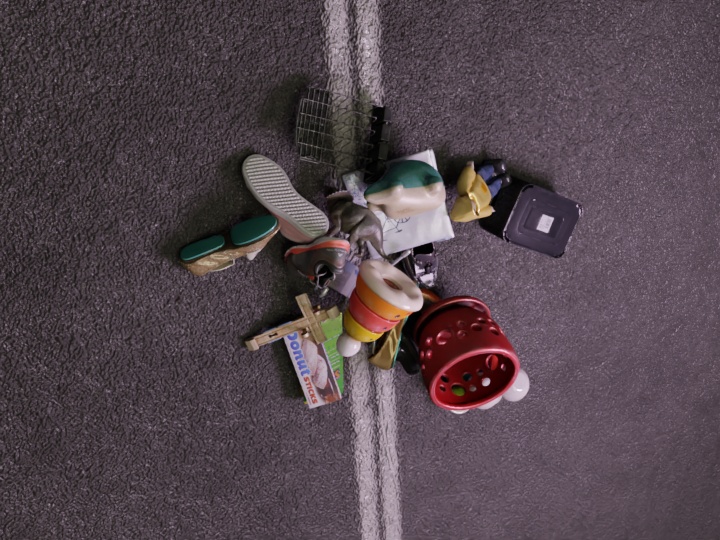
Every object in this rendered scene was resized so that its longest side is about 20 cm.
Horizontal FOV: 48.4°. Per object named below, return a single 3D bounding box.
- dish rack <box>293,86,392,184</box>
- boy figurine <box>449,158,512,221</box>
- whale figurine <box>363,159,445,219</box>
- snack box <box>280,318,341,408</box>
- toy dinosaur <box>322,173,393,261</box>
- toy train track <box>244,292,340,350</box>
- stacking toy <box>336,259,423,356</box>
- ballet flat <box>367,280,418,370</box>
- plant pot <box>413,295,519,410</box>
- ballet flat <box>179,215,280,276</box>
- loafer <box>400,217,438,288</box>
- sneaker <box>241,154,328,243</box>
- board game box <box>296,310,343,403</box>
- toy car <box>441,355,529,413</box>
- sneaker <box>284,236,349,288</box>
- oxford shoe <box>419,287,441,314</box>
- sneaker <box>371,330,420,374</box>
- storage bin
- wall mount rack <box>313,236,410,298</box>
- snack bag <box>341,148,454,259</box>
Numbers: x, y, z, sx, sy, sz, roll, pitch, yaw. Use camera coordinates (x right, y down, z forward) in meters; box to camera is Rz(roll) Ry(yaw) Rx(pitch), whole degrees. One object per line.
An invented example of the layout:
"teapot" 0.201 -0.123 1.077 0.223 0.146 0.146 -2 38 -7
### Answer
"dish rack" -0.034 -0.257 1.509 0.199 0.055 0.154 10 84 -26
"boy figurine" 0.243 -0.166 1.667 0.200 0.064 0.125 -43 116 -46
"whale figurine" 0.076 -0.158 1.495 0.200 0.159 0.104 0 77 -60
"snack box" -0.102 0.191 1.664 0.072 0.024 0.201 -16 113 3
"toy dinosaur" -0.011 -0.088 1.540 0.200 0.077 0.102 37 102 8
"toy train track" -0.136 0.118 1.599 0.199 0.033 0.115 -21 112 6
"stacking toy" 0.017 0.091 1.581 0.146 0.146 0.200 18 117 -34
"ballet flat" 0.065 0.110 1.671 0.063 0.069 0.201 17 95 -6
"plant pot" 0.212 0.168 1.701 0.200 0.183 0.201 -12 136 -11
"ballet flat" -0.235 -0.043 1.486 0.199 0.071 0.065 -19 135 5
"loafer" 0.124 -0.049 1.683 0.072 0.063 0.201 -26 110 -25
"sneaker" -0.152 -0.125 1.513 0.200 0.105 0.075 43 69 -5
"board game box" -0.084 0.184 1.705 0.095 0.030 0.201 -11 112 -23
"toy car" 0.282 0.246 1.876 0.199 0.175 0.151 -9 80 -25
"sneaker" -0.091 -0.005 1.521 0.077 0.200 0.082 9 74 -27
"oxford shoe" 0.163 0.097 1.783 0.200 0.071 0.073 37 95 -35
"sneaker" 0.065 0.156 1.756 0.082 0.073 0.200 -33 112 -9
"storage bin" 0.385 -0.121 1.801 0.199 0.094 0.136 15 102 -32
"wall mount rack" 0.000 0.000 1.633 0.200 0.075 0.174 30 90 -26
"snack bag" 0.078 -0.128 1.614 0.188 0.021 0.201 -16 112 4
